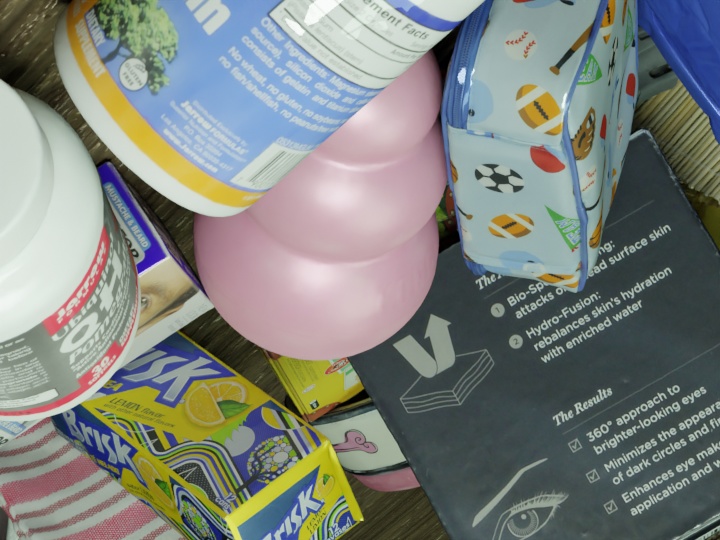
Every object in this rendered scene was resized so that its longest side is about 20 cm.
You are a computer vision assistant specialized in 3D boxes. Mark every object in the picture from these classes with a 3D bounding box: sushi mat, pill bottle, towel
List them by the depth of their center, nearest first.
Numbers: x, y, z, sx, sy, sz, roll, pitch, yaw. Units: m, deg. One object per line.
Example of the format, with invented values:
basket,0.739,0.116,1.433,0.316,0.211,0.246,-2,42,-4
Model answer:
pill bottle,-0.017,-0.122,0.959,0.200,0.112,0.112,-41,163,22
pill bottle,-0.156,-0.012,1.010,0.111,0.111,0.200,-32,164,-7
towel,-0.123,0.102,1.317,0.146,0.200,0.030,-30,133,-14
sushi mat,0.231,-0.126,1.387,0.200,0.096,0.012,-48,144,-11

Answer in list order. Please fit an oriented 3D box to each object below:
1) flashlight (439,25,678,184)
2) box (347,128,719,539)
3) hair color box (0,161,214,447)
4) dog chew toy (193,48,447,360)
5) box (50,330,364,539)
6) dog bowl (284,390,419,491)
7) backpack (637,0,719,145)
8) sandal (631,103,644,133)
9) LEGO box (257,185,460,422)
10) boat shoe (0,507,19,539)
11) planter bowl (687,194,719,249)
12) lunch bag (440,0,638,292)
flashlight,0.083,-0.098,1.325,0.200,0.068,0.068,-27,-165,-40
box,0.119,0.065,1.305,0.197,0.200,0.117,-30,169,2
hair color box,-0.179,0.037,1.205,0.200,0.065,0.109,-35,164,-1
dog chew toy,-0.012,-0.047,1.188,0.125,0.125,0.200,-24,150,-31
box,-0.091,0.084,1.256,0.070,0.200,0.064,-36,131,-20
dog bowl,0.054,0.065,1.567,0.200,0.074,0.200,-30,-166,8
backpack,0.250,-0.168,1.282,0.200,0.163,0.168,-36,-172,-23
sandal,0.115,-0.034,1.416,0.043,0.076,0.200,63,41,-72
LEGO box,0.000,0.000,1.419,0.149,0.077,0.200,-33,164,-4
boat shoe,-0.220,0.152,1.457,0.065,0.074,0.202,-13,151,-40
planter bowl,0.200,-0.081,1.491,0.200,0.083,0.200,-163,-90,-89
lunch bag,0.092,-0.092,1.183,0.200,0.076,0.160,82,22,-60
